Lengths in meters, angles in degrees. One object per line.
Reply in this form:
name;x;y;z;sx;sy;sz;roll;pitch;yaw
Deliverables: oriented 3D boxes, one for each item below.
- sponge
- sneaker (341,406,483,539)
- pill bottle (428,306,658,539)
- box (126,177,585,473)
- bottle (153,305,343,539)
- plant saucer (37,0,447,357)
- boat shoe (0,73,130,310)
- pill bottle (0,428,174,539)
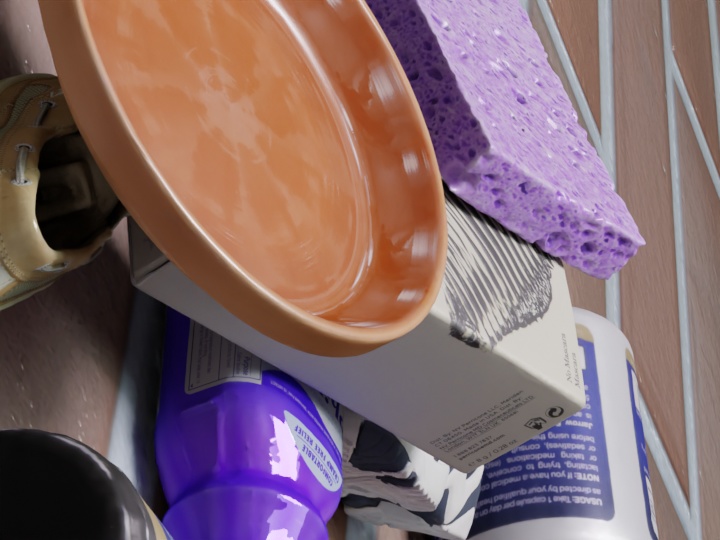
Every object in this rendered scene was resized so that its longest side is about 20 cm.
sponge;0.048;-0.090;1.153;0.111;0.030;0.200;28;28;-43
sneaker;0.022;0.044;1.217;0.199;0.079;0.130;39;61;-66
pill bottle;0.093;0.130;1.390;0.120;0.119;0.201;54;26;-52
box;0.000;0.000;1.053;0.200;0.068;0.082;31;39;-41
bottle;-0.044;0.067;1.065;0.084;0.065;0.200;53;26;-39
plant saucer;-0.042;-0.060;0.936;0.200;0.032;0.201;38;35;-34
boat shoe;-0.103;-0.028;0.925;0.200;0.076;0.072;-64;135;-68
pill bottle;-0.075;0.145;0.800;0.200;0.112;0.112;60;22;-45
